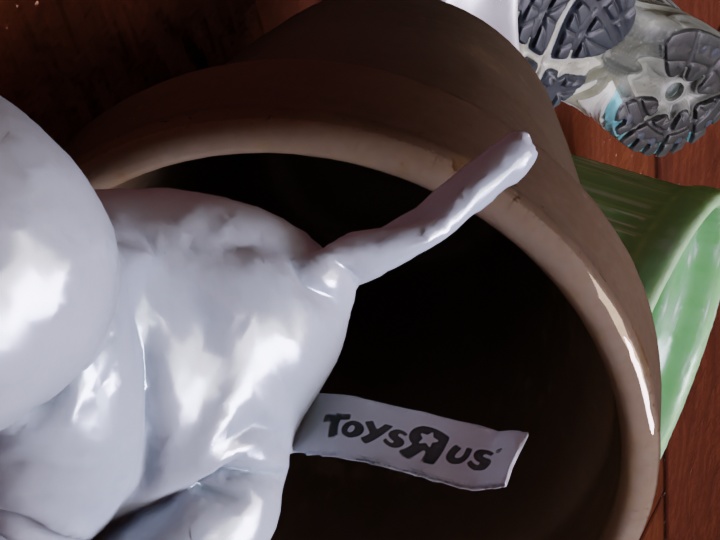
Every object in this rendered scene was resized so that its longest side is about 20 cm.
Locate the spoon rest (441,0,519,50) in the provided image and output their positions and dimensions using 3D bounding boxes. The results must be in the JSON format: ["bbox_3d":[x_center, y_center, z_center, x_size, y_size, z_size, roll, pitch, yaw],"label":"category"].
[{"bbox_3d":[0.026,-0.068,0.836,0.061,0.099,0.200,-121,-148,-56],"label":"spoon rest"}]

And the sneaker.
[{"bbox_3d":[0.073,-0.109,0.935,0.078,0.086,0.200,-50,141,9],"label":"sneaker"}]

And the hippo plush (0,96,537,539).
[{"bbox_3d":[-0.083,0.032,0.508,0.161,0.200,0.160,27,63,-63],"label":"hippo plush"}]

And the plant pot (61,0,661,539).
[{"bbox_3d":[0.000,0.000,0.705,0.175,0.200,0.201,-70,171,-55],"label":"plant pot"}]

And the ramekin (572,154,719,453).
[{"bbox_3d":[0.099,0.039,1.105,0.200,0.098,0.200,-56,159,-35],"label":"ramekin"}]
